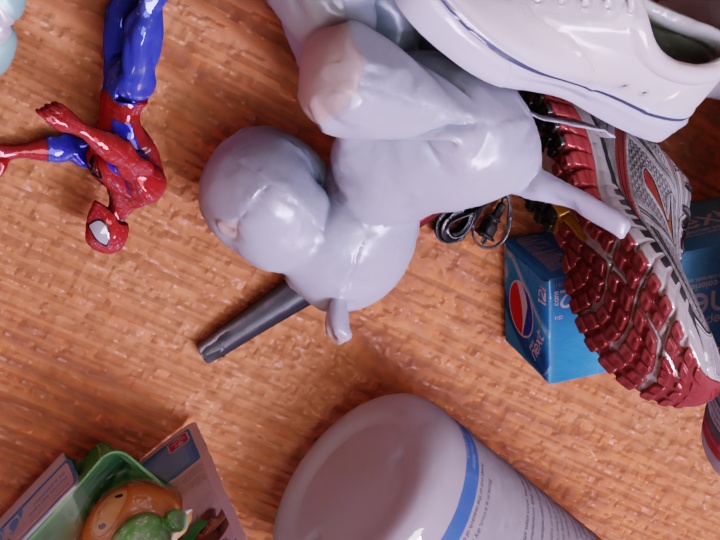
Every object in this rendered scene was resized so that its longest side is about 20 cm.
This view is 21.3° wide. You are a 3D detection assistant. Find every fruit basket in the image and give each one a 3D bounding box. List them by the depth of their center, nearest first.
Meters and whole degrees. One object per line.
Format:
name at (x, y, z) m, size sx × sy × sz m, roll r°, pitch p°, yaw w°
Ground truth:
fruit basket at (-0.139, 0.170, 0.979) m, size 0.094 × 0.200 × 0.185 m, roll 43°, pitch 93°, yaw -16°

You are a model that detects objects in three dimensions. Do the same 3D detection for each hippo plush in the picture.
hippo plush at (0.005, -0.064, 0.993) m, size 0.199 × 0.160 × 0.161 m, roll 27°, pitch 126°, yaw -24°

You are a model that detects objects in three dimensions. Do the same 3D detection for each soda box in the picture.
soda box at (0.185, 0.005, 1.114) m, size 0.199 × 0.064 × 0.068 m, roll -11°, pitch 116°, yaw -17°

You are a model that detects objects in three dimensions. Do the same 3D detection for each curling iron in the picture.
curling iron at (0.000, 0.000, 1.059) m, size 0.199 × 0.026 × 0.050 m, roll -28°, pitch 116°, yaw -8°

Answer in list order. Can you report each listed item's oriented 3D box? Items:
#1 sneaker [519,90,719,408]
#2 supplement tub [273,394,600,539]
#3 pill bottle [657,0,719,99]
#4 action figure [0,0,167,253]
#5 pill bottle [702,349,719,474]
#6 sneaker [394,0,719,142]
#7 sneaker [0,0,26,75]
sneaker at (0.151, -0.021, 1.024) m, size 0.082 × 0.201 × 0.078 m, roll -7°, pitch 151°, yaw -25°
supplement tub at (0.060, 0.173, 1.088) m, size 0.200 × 0.132 × 0.132 m, roll 40°, pitch 94°, yaw -29°
pill bottle at (0.268, -0.135, 1.062) m, size 0.199 × 0.109 × 0.110 m, roll -2°, pitch 112°, yaw -21°
action figure at (-0.137, -0.102, 0.940) m, size 0.098 × 0.065 × 0.201 m, roll -5°, pitch 113°, yaw -29°
pill bottle at (0.255, 0.022, 1.026) m, size 0.113 × 0.114 × 0.201 m, roll -8°, pitch 126°, yaw -19°
sneaker at (0.103, -0.128, 0.954) m, size 0.199 × 0.073 × 0.071 m, roll 15°, pitch 132°, yaw -36°
sneaker at (-0.237, -0.095, 0.873) m, size 0.139 × 0.078 × 0.201 m, roll 0°, pitch 112°, yaw -45°
